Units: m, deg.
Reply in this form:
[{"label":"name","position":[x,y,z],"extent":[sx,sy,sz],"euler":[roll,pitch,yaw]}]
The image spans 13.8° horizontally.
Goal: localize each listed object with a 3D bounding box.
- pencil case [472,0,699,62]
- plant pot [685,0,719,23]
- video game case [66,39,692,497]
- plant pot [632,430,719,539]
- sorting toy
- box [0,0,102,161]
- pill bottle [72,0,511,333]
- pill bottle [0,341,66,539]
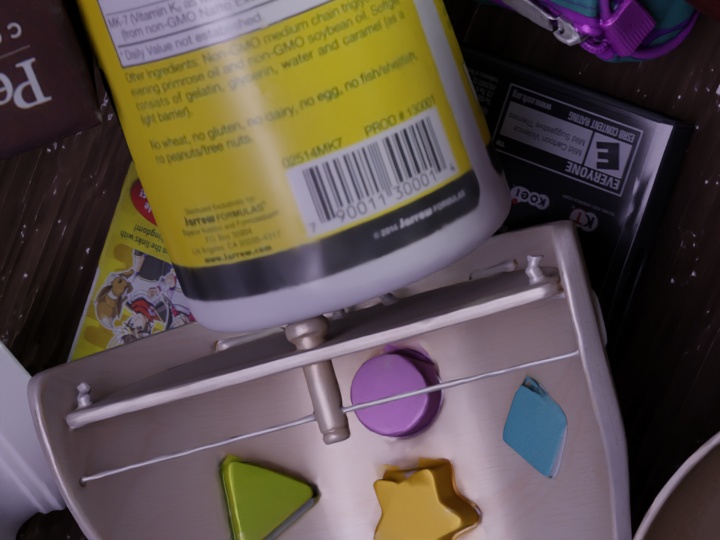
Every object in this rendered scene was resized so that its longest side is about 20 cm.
[{"label":"pencil case","position":[0.019,-0.130,1.027],"extent":[0.200,0.085,0.093],"euler":[14,61,25]},{"label":"plant pot","position":[0.153,-0.180,0.894],"extent":[0.200,0.176,0.200],"euler":[-20,90,33]},{"label":"video game case","position":[0.000,0.000,1.077],"extent":[0.200,0.025,0.181],"euler":[22,98,23]},{"label":"plant pot","position":[0.197,0.118,0.959],"extent":[0.200,0.134,0.201],"euler":[5,102,26]},{"label":"sorting toy","position":[0.016,0.091,1.008],"extent":[0.200,0.107,0.180],"euler":[-15,92,21]},{"label":"box","position":[-0.196,-0.126,0.972],"extent":[0.166,0.164,0.200],"euler":[-22,106,-2]},{"label":"pill bottle","position":[-0.034,-0.092,0.951],"extent":[0.114,0.114,0.200],"euler":[-14,103,28]},{"label":"pill bottle","position":[-0.200,0.103,1.099],"extent":[0.200,0.116,0.116],"euler":[-41,79,-9]}]
